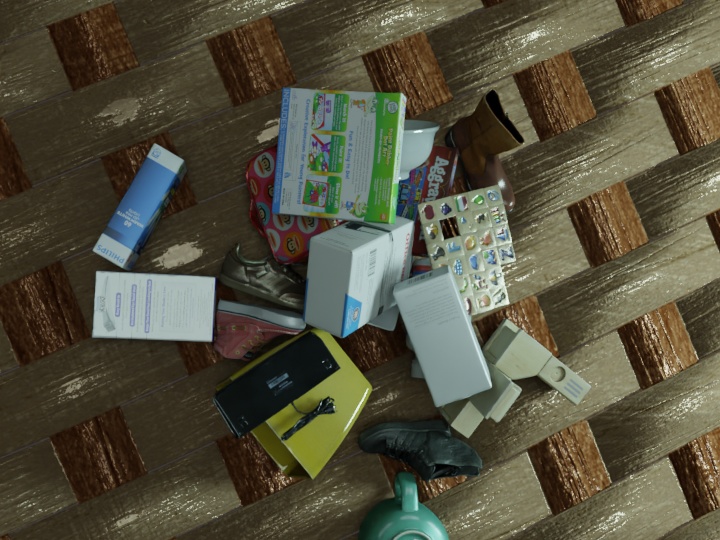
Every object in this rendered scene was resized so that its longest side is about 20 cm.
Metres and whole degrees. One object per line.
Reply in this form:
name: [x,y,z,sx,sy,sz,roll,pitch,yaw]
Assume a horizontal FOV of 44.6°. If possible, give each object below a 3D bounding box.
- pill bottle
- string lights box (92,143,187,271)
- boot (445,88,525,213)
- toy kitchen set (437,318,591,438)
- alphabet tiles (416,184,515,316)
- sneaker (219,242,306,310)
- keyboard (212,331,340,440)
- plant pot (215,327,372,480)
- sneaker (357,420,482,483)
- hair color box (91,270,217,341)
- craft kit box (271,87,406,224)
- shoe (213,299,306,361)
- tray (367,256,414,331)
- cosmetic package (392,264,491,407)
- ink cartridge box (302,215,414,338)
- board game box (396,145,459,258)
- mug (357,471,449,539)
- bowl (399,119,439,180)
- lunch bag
pill bottle: [0.135,0.086,1.510,0.110,0.112,0.203,8,85,-7]
string lights box: [-0.364,-0.102,1.457,0.058,0.103,0.202,28,83,-5]
boot: [0.238,-0.198,1.497,0.068,0.200,0.190,-26,89,-18]
toy kitchen set: [0.273,0.228,1.490,0.180,0.163,0.201,37,93,-17]
alphabet tiles: [0.187,-0.029,1.475,0.165,0.008,0.203,-15,94,-25]
sneaker: [-0.139,0.014,1.493,0.197,0.070,0.077,17,96,-5]
keyboard: [-0.112,0.190,1.325,0.199,0.021,0.128,-32,83,-27]
plant pot: [-0.100,0.203,1.438,0.176,0.200,0.201,-41,92,-20]
sneaker: [0.100,0.313,1.494,0.197,0.060,0.105,-5,47,-11]
hair color box: [-0.343,0.061,1.470,0.197,0.065,0.111,3,86,-9]
craft kit box: [-0.034,-0.180,1.374,0.195,0.048,0.203,6,91,17]
shoe: [-0.168,0.106,1.443,0.071,0.198,0.092,9,89,-48]
tray: [0.035,-0.004,1.548,0.106,0.022,0.203,17,84,-6]
cosmetic package: [0.132,0.104,1.413,0.100,0.074,0.202,-19,98,9]
ink cartridge box: [0.000,0.000,1.411,0.083,0.199,0.147,19,115,27]
board game box: [0.103,-0.124,1.529,0.101,0.019,0.203,8,74,18]
mug: [0.068,0.455,1.474,0.151,0.114,0.187,-30,91,-9]
bowl: [0.035,-0.202,1.488,0.198,0.201,0.092,-2,104,-8]
lunch bag: [-0.112,-0.114,1.475,0.175,0.082,0.203,-24,80,29]
